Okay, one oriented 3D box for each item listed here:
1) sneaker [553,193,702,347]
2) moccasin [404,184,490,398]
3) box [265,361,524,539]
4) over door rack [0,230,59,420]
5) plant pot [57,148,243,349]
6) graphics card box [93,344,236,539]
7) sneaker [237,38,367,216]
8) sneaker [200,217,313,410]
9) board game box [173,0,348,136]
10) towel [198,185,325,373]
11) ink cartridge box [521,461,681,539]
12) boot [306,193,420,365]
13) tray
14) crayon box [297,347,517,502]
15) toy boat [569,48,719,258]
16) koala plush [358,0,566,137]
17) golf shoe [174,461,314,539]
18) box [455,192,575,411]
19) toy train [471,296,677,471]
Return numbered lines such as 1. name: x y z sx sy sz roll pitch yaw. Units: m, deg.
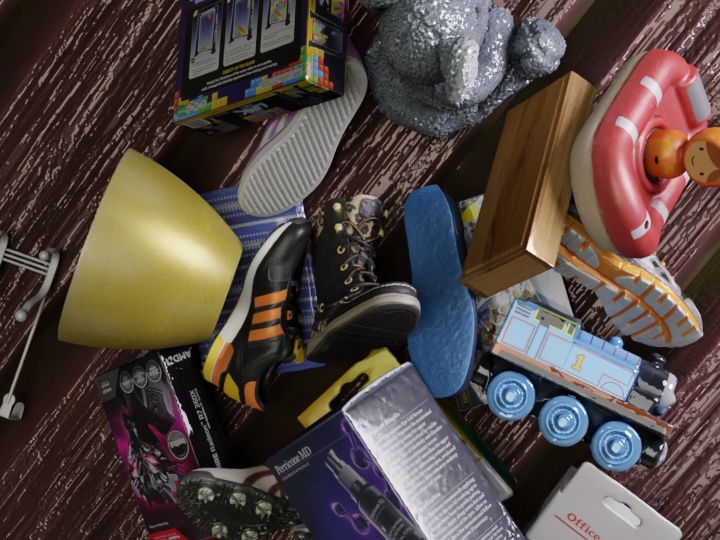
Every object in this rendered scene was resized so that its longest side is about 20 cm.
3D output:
1. sneaker: 0.255 -0.005 1.155 0.200 0.077 0.078 41 140 -8
2. moccasin: 0.087 0.020 1.144 0.080 0.068 0.203 -4 80 23
3. box: 0.029 0.212 1.120 0.201 0.104 0.148 55 137 5
4. over door rack: -0.423 0.053 1.321 0.146 0.067 0.202 18 96 13
5. plant pot: -0.199 -0.001 1.203 0.141 0.200 0.202 21 98 -7
6. graphics card box: -0.196 0.185 1.258 0.125 0.051 0.202 -21 87 42
7. sneaker: -0.064 -0.154 1.226 0.072 0.115 0.201 23 117 -33
8. sneaker: -0.080 0.047 1.213 0.090 0.070 0.201 33 106 17
9. board game box: -0.097 -0.233 1.172 0.199 0.056 0.167 -8 73 44
10. towel: -0.113 0.011 1.272 0.143 0.024 0.202 -10 88 15
11. ink cartridge box: 0.212 0.276 1.159 0.115 0.067 0.201 36 113 9
12. boot: 0.000 0.000 1.154 0.072 0.200 0.152 8 70 -17
13. tray: 0.154 -0.080 1.112 0.037 0.098 0.202 29 60 -21
14. crayon box: 0.047 0.182 1.223 0.127 0.051 0.200 -42 84 12
15. toy boat: 0.277 -0.101 1.074 0.130 0.131 0.201 8 53 42
16. koala plush: 0.072 -0.214 1.122 0.184 0.200 0.178 -43 83 12
17. golf shoe: -0.091 0.224 1.207 0.198 0.089 0.077 17 128 -22
18. box: 0.137 0.024 1.201 0.135 0.038 0.202 -16 89 13
19. toy train: 0.203 0.107 1.129 0.198 0.087 0.115 25 92 9
